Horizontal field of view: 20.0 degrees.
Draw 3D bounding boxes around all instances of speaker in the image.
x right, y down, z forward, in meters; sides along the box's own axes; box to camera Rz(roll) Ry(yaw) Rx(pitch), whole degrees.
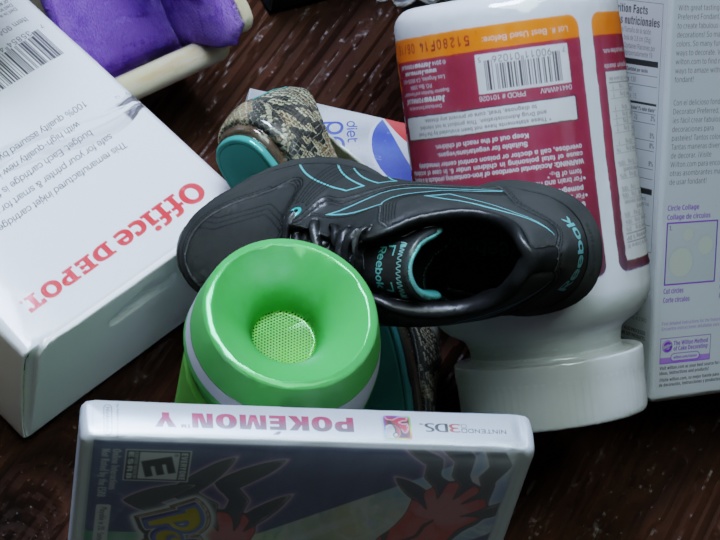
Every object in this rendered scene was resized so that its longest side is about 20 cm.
[{"bbox_3d":[-0.045,0.073,0.899,0.087,0.201,0.089,6,54,-8],"label":"speaker"}]

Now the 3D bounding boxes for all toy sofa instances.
[{"bbox_3d":[-0.143,-0.189,1.068,0.082,0.097,0.202,-28,100,-32],"label":"toy sofa"}]

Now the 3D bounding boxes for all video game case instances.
[{"bbox_3d":[-0.035,0.128,0.864,0.180,0.201,0.023,2,46,-10],"label":"video game case"}]

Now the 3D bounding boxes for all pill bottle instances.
[{"bbox_3d":[0.080,-0.029,0.972,0.108,0.109,0.202,-8,94,-18],"label":"pill bottle"}]

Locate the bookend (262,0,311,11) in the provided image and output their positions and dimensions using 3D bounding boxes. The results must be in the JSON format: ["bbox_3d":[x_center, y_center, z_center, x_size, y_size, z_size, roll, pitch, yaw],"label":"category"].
[{"bbox_3d":[-0.082,-0.238,1.174,0.198,0.092,0.200,-17,61,-21],"label":"bookend"}]

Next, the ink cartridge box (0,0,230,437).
[{"bbox_3d":[-0.177,-0.038,1.020,0.200,0.084,0.145,42,58,18],"label":"ink cartridge box"}]

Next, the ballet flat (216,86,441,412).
[{"bbox_3d":[0.000,0.000,0.999,0.075,0.067,0.201,-37,106,-41],"label":"ballet flat"}]

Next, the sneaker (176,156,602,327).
[{"bbox_3d":[0.004,-0.012,0.900,0.198,0.079,0.076,-2,96,20],"label":"sneaker"}]

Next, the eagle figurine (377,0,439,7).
[{"bbox_3d":[0.097,-0.183,1.089,0.151,0.151,0.201,30,84,26],"label":"eagle figurine"}]

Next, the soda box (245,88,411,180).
[{"bbox_3d":[0.028,-0.032,1.071,0.198,0.069,0.064,12,54,-3],"label":"soda box"}]

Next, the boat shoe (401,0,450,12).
[{"bbox_3d":[0.089,-0.191,1.185,0.200,0.070,0.066,-48,114,-27],"label":"boat shoe"}]

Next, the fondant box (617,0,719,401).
[{"bbox_3d":[0.193,-0.043,1.032,0.143,0.202,0.058,-5,13,-28],"label":"fondant box"}]
